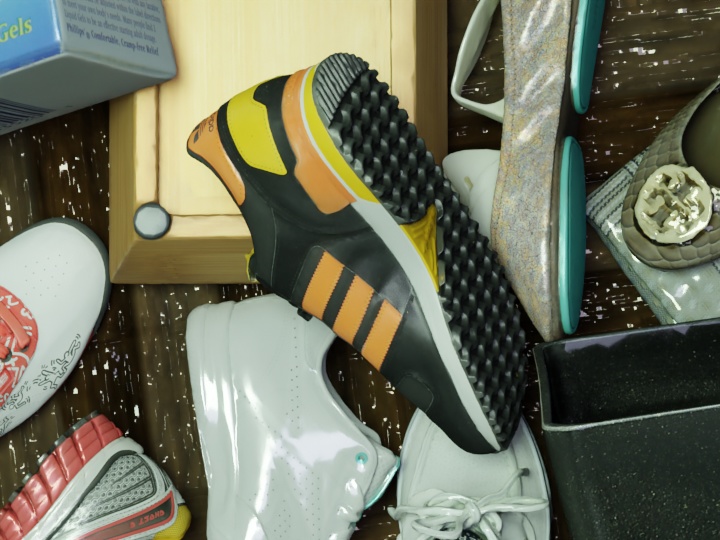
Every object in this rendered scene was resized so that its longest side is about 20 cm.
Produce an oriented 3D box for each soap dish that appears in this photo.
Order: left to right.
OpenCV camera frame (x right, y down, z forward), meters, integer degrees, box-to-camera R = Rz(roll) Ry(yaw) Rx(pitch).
[{"bbox_3d":[-0.038,-0.094,1.122,0.157,0.081,0.201,0,88,0],"label":"soap dish"}]

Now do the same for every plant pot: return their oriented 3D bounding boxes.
[{"bbox_3d":[0.183,0.116,0.999,0.199,0.200,0.178,-9,97,4],"label":"plant pot"}]

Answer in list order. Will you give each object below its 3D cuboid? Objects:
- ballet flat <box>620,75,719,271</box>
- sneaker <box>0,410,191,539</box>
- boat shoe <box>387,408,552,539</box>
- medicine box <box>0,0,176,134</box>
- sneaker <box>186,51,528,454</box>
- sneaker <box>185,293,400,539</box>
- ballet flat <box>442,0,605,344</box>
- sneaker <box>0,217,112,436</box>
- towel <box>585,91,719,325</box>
[{"bbox_3d":[0.193,-0.080,1.109,0.200,0.046,0.067,-43,69,-1],"label":"ballet flat"},{"bbox_3d":[-0.153,0.164,1.111,0.082,0.078,0.200,37,89,-1],"label":"sneaker"},{"bbox_3d":[0.045,0.126,1.074,0.074,0.086,0.202,2,60,6],"label":"boat shoe"},{"bbox_3d":[-0.198,-0.157,1.072,0.182,0.103,0.201,-16,81,22],"label":"medicine box"},{"bbox_3d":[0.000,0.000,1.060,0.090,0.070,0.200,-14,121,29],"label":"sneaker"},{"bbox_3d":[-0.023,0.108,1.113,0.088,0.075,0.201,-9,86,4],"label":"sneaker"},{"bbox_3d":[0.074,-0.064,1.129,0.067,0.068,0.201,2,75,15],"label":"ballet flat"},{"bbox_3d":[-0.191,0.056,1.100,0.201,0.108,0.067,-44,88,-2],"label":"sneaker"},{"bbox_3d":[0.229,-0.012,1.118,0.192,0.035,0.200,-36,72,-1],"label":"towel"}]
